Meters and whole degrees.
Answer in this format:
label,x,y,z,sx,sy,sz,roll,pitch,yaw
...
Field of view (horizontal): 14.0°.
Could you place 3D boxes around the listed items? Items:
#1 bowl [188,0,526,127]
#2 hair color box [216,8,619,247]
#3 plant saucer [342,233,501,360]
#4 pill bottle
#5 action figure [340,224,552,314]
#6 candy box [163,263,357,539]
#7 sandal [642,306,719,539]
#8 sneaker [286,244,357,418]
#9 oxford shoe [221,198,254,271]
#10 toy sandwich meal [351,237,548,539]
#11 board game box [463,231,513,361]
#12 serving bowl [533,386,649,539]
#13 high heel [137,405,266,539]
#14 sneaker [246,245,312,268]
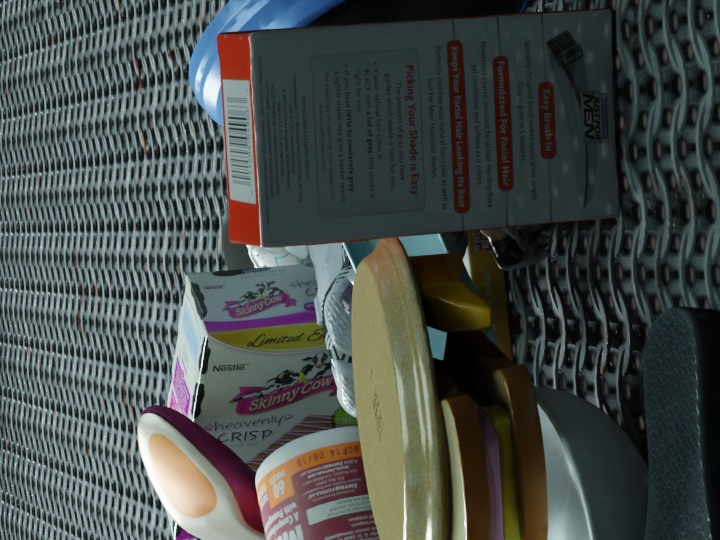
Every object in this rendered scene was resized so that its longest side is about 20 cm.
label,x,y,z,sx,sy,sz,roll,pitch,yaw
bowl,0.004,-0.131,1.604,0.039,0.200,0.201,61,155,19
hair color box,0.031,-0.075,1.513,0.064,0.200,0.111,-167,73,-71
plant saucer,0.023,-0.014,1.602,0.070,0.019,0.200,-4,122,38
pill bottle,0.004,0.207,1.829,0.110,0.109,0.200,116,146,-59
action figure,0.042,-0.031,1.642,0.130,0.069,0.200,51,145,20
candy box,-0.057,0.087,1.951,0.061,0.136,0.200,-113,24,-44
sandal,0.169,0.117,1.403,0.076,0.043,0.201,160,115,-65
sneaker,0.000,0.000,1.856,0.115,0.075,0.200,151,119,-72
oxford shoe,-0.059,-0.063,2.073,0.071,0.071,0.200,-50,-40,-74
toy sandwich meal,0.044,0.073,1.527,0.205,0.070,0.206,174,90,-82
board game box,0.063,0.028,1.738,0.096,0.030,0.200,164,103,-72
serving bowl,0.117,0.158,1.521,0.200,0.066,0.201,176,90,-73
high heel,-0.065,0.145,1.929,0.200,0.096,0.067,48,136,-14
sneaker,-0.043,-0.009,1.983,0.070,0.080,0.201,-129,36,-58
